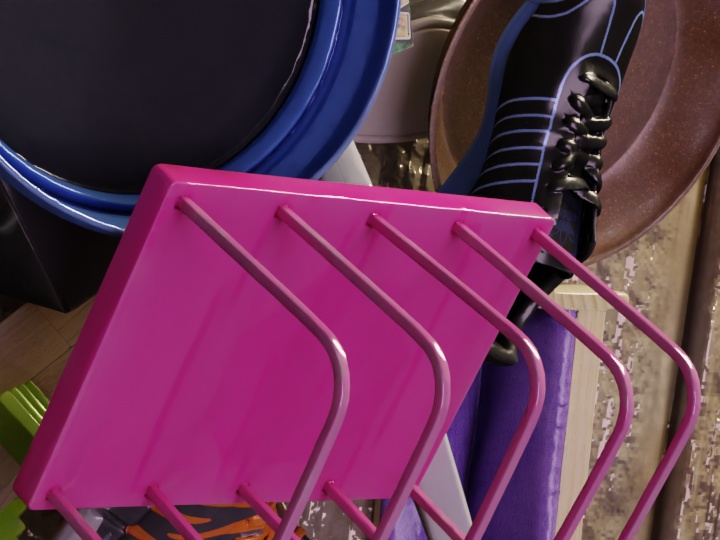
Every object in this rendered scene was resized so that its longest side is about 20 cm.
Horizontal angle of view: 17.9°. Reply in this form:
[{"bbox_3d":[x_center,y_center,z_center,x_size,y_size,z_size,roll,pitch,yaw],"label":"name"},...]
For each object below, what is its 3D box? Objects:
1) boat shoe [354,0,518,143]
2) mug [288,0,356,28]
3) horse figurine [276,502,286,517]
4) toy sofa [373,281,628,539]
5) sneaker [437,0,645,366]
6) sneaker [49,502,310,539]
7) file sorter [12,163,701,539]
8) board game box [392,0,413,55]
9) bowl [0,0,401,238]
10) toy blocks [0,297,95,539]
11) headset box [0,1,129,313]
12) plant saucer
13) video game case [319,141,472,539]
[{"bbox_3d":[0.050,-0.118,1.136,0.200,0.057,0.067,-24,127,-24],"label":"boat shoe"},{"bbox_3d":[-0.045,-0.197,0.954,0.200,0.133,0.178,68,18,-2],"label":"mug"},{"bbox_3d":[-0.051,0.063,1.067,0.050,0.133,0.200,-3,102,10],"label":"horse figurine"},{"bbox_3d":[0.066,0.099,1.152,0.098,0.083,0.200,3,95,-34],"label":"toy sofa"},{"bbox_3d":[0.089,-0.049,1.062,0.070,0.078,0.200,17,104,-42],"label":"sneaker"},{"bbox_3d":[-0.041,0.090,0.969,0.112,0.078,0.200,39,119,-3],"label":"sneaker"},{"bbox_3d":[0.007,0.059,0.833,0.200,0.125,0.139,4,120,-44],"label":"file sorter"},{"bbox_3d":[-0.024,-0.201,1.025,0.023,0.105,0.200,-18,113,-30],"label":"board game box"},{"bbox_3d":[-0.075,-0.111,0.816,0.201,0.039,0.201,-3,96,-36],"label":"bowl"},{"bbox_3d":[-0.130,0.051,0.962,0.100,0.200,0.137,48,57,3],"label":"toy blocks"},{"bbox_3d":[-0.156,-0.087,0.909,0.093,0.200,0.174,-35,113,-24],"label":"headset box"},{"bbox_3d":[0.107,-0.096,1.127,0.200,0.037,0.201,-17,124,-28],"label":"plant saucer"},{"bbox_3d":[0.000,0.000,1.018,0.023,0.182,0.200,-18,125,-2],"label":"video game case"}]
